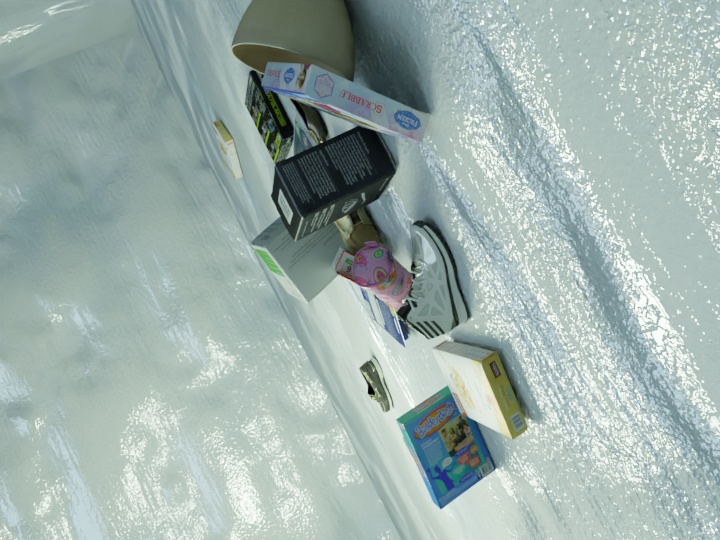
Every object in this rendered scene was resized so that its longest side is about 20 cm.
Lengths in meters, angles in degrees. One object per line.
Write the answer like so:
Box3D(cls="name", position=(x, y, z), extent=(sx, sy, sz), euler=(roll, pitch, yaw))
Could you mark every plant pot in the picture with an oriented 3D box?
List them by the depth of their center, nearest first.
Box3D(cls="plant pot", position=(-0.091, -0.380, 0.905), extent=(0.200, 0.195, 0.138), euler=(21, 97, 66))

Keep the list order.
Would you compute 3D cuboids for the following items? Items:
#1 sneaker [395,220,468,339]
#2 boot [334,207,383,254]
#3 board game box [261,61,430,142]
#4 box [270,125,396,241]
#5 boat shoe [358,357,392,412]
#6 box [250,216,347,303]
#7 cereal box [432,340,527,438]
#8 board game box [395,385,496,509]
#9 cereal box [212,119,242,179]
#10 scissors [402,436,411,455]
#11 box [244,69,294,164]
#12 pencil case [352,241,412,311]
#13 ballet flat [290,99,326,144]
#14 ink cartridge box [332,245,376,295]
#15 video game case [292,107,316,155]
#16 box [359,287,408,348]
Box3D(cls="sneaker", position=(0.104, 0.026, 0.989), extent=(0.205, 0.113, 0.075), euler=(67, 163, -13))
Box3D(cls="boot", position=(-0.021, -0.134, 1.213), extent=(0.202, 0.071, 0.157), euler=(57, 167, 39))
Box3D(cls="board game box", position=(-0.027, -0.252, 0.863), extent=(0.199, 0.195, 0.042), euler=(37, 110, 58))
Box3D(cls="box", position=(-0.052, -0.158, 1.045), extent=(0.106, 0.197, 0.148), euler=(60, 163, 6))
Box3D(cls="boat shoe", position=(0.046, 0.364, 1.798), extent=(0.072, 0.060, 0.205), euler=(35, 147, 59))
Box3D(cls="box", position=(-0.132, -0.060, 1.411), extent=(0.173, 0.200, 0.198), euler=(51, 167, -17))
Box3D(cls="cereal box", position=(0.209, 0.208, 1.047), extent=(0.147, 0.039, 0.199), euler=(65, 164, -6))
Box3D(cls="board game box", position=(0.180, 0.364, 1.212), extent=(0.204, 0.149, 0.045), euler=(66, 164, -9))
Box3D(cls="cereal box", position=(-0.543, -0.492, 2.367), extent=(0.145, 0.039, 0.202), euler=(53, 161, 32))
Box3D(cls="scissors", position=(0.189, 0.615, 1.827), extent=(0.203, 0.014, 0.073), euler=(62, 162, 4))
Box3D(cls="box", position=(-0.244, -0.407, 1.547), extent=(0.196, 0.047, 0.200), euler=(61, 163, 0))
Box3D(cls="pencil case", position=(0.054, 0.016, 1.065), extent=(0.088, 0.087, 0.200), euler=(53, -173, 30))
Box3D(cls="ballet flat", position=(-0.132, -0.357, 1.263), extent=(0.204, 0.046, 0.067), euler=(63, 165, 3))
Box3D(cls="ink cartridge box", position=(0.000, 0.000, 1.229), extent=(0.107, 0.051, 0.200), euler=(27, -177, -8))
Box3D(cls="video game case", position=(-0.111, -0.262, 1.388), extent=(0.185, 0.023, 0.201), euler=(60, 164, 13))
Box3D(cls="box", position=(0.059, 0.093, 1.385), extent=(0.200, 0.032, 0.124), euler=(39, 152, 59))
